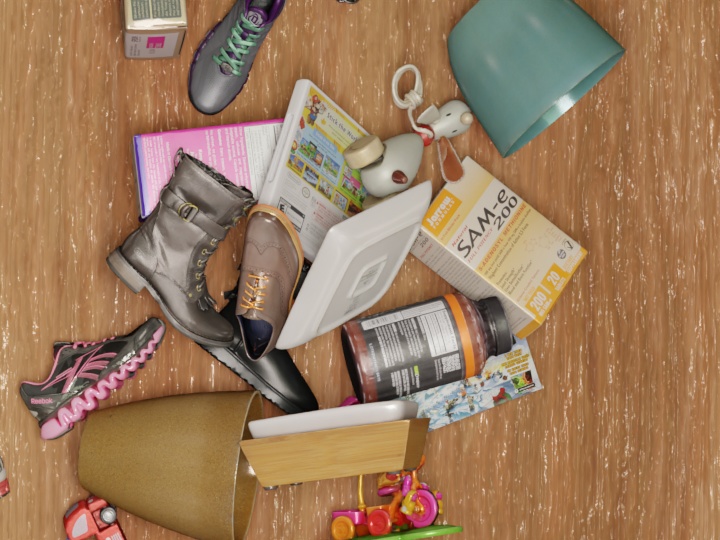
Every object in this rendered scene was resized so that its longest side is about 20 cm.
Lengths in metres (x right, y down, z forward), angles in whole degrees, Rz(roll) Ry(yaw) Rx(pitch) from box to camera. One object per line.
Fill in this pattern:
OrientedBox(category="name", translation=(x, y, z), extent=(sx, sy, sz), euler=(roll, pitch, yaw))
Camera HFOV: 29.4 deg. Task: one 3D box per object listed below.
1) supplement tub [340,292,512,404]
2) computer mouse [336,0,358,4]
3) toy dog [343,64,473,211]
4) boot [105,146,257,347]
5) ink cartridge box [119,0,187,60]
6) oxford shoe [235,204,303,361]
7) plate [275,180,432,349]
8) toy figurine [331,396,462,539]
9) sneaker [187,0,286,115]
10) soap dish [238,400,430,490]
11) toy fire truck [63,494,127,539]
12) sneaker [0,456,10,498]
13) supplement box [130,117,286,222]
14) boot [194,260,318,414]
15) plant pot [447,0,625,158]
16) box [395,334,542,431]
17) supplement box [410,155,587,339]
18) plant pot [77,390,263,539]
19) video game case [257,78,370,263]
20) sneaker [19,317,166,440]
OrientedBox(category="supplement tub", translation=(0.081, 0.090, 1.663), extent=(0.197, 0.107, 0.109), euler=(-14, 92, -9))
OrientedBox(category="computer mouse", translation=(0.018, -0.442, 1.750), extent=(0.199, 0.046, 0.141), euler=(-36, 91, -5))
OrientedBox(category="toy dog", translation=(0.071, -0.148, 1.675), extent=(0.132, 0.096, 0.201), euler=(43, 72, -31))
OrientedBox(category="boot", translation=(-0.181, -0.023, 1.599), extent=(0.199, 0.069, 0.174), euler=(40, 99, -20))
OrientedBox(category="ink cartridge box", translation=(-0.249, -0.347, 1.611), extent=(0.074, 0.200, 0.167), euler=(-5, 89, -11))
OrientedBox(category="oxford shoe", translation=(-0.108, 0.017, 1.575), extent=(0.070, 0.073, 0.202), euler=(11, 129, 14))
OrientedBox(category="plate", translation=(0.000, 0.000, 1.625), extent=(0.032, 0.201, 0.199), euler=(41, 40, 17))
OrientedBox(category="toy figurine", translation=(0.022, 0.242, 1.680), extent=(0.149, 0.198, 0.187), euler=(7, 71, -54))
OrientedBox(category="sneaker", translation=(-0.152, -0.288, 1.686), extent=(0.074, 0.087, 0.202), euler=(28, 84, -9))
OrientedBox(category="soap dish", translation=(-0.024, 0.201, 1.581), extent=(0.197, 0.157, 0.083), euler=(-8, 83, 10))
OrientedBox(category="toy fire truck", translation=(-0.328, 0.386, 1.657), extent=(0.140, 0.049, 0.202), euler=(-26, 94, -10))
OrientedBox(category="sneaker", translation=(-0.519, 0.247, 1.615), extent=(0.197, 0.078, 0.083), euler=(-10, 87, -21))
OrientedBox(category="supplement box", translation=(-0.176, -0.122, 1.671), extent=(0.197, 0.101, 0.105), euler=(-6, 91, -12))
OrientedBox(category="boot", translation=(-0.093, 0.075, 1.701), extent=(0.198, 0.073, 0.163), euler=(38, 83, -4))
OrientedBox(category="plant pot", translation=(0.203, -0.267, 1.710), extent=(0.200, 0.201, 0.161), euler=(-40, 85, -9))
OrientedBox(category="box", translation=(0.120, 0.119, 1.757), extent=(0.197, 0.040, 0.139), euler=(-18, 92, -12))
OrientedBox(category="supplement box", translation=(0.169, -0.028, 1.727), extent=(0.199, 0.074, 0.127), euler=(37, 66, -1))
OrientedBox(category="plant pot", translation=(-0.227, 0.225, 1.631), extent=(0.197, 0.186, 0.189), euler=(6, 88, 6))
OrientedBox(category="video game case", translation=(-0.040, -0.102, 1.662), extent=(0.200, 0.023, 0.184), euler=(36, 64, -48))
OrientedBox(category="sneaker", translation=(-0.327, 0.112, 1.657), extent=(0.199, 0.079, 0.096), euler=(-40, 85, -11))
